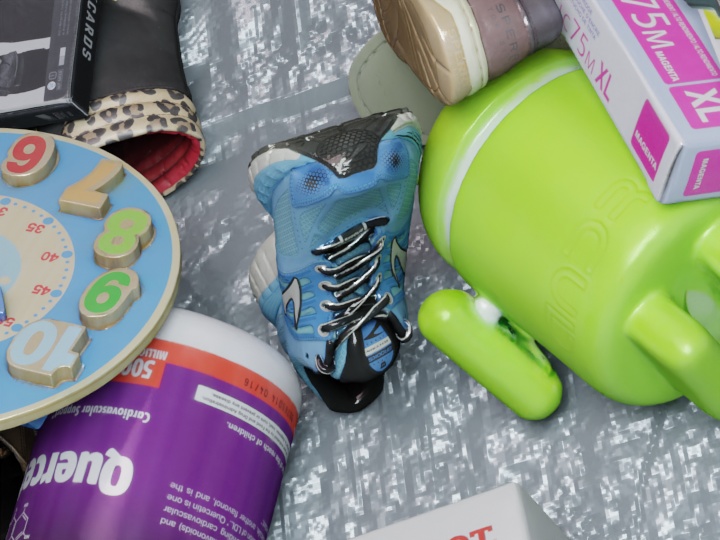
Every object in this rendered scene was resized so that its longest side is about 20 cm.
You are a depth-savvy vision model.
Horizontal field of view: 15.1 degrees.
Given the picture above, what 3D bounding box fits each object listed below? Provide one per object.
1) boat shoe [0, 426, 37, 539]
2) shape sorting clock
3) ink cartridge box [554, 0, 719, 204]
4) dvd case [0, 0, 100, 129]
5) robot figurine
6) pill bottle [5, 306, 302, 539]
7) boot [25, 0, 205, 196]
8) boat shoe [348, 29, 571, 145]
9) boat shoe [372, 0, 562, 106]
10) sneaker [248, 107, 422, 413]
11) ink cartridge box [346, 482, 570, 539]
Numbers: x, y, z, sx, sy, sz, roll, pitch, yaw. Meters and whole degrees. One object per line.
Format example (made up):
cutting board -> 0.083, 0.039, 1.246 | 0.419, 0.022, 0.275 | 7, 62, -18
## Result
boat shoe -> -0.173, 0.090, 1.282 | 0.072, 0.072, 0.200 | -25, 54, 13
shape sorting clock -> -0.179, 0.000, 1.195 | 0.200, 0.039, 0.200 | -3, 45, 3
ink cartridge box -> 0.194, -0.091, 1.148 | 0.200, 0.042, 0.119 | -6, 47, -23
dvd case -> -0.223, -0.132, 1.377 | 0.200, 0.025, 0.150 | -8, 63, 23
robot figurine -> 0.105, -0.020, 1.174 | 0.176, 0.116, 0.200 | -50, 52, 0
pill bottle -> -0.100, 0.123, 1.200 | 0.112, 0.112, 0.200 | 1, 63, 28
boot -> -0.172, -0.085, 1.387 | 0.200, 0.073, 0.151 | -22, 55, 8
boat shoe -> 0.088, -0.111, 1.272 | 0.201, 0.072, 0.061 | -16, 13, 32
boat shoe -> 0.042, -0.129, 1.207 | 0.065, 0.072, 0.200 | -14, 23, -5
sneaker -> 0.000, 0.000, 1.185 | 0.078, 0.200, 0.090 | -17, 66, -9
ink cartridge box -> 0.030, 0.207, 1.103 | 0.146, 0.086, 0.200 | -21, 56, 15
